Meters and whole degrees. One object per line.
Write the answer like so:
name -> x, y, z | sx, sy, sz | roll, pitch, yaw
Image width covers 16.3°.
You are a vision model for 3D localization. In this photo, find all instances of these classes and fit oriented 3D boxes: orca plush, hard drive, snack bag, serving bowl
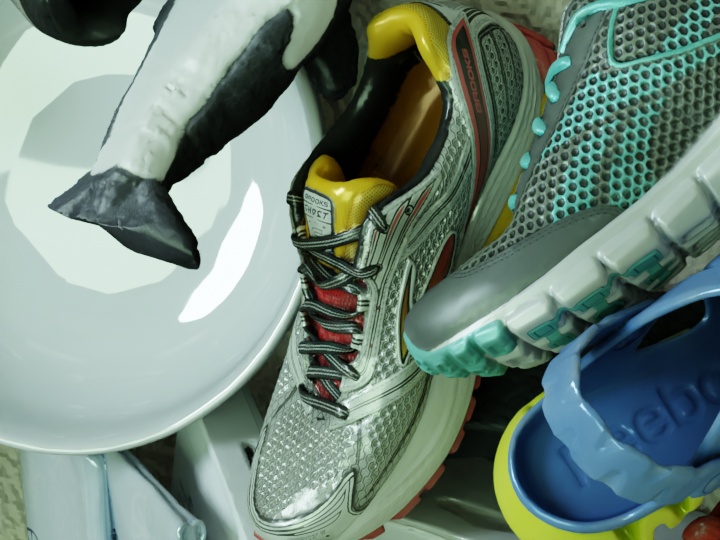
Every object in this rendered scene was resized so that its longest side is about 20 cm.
orca plush -> -0.020, -0.078, 0.860 | 0.105, 0.201, 0.071 | -12, 136, 43
hard drive -> -0.053, 0.155, 0.970 | 0.026, 0.132, 0.201 | -2, 121, -17
snack bag -> -0.097, 0.152, 0.987 | 0.200, 0.021, 0.190 | -145, 50, -61
serving bowl -> -0.101, -0.033, 0.949 | 0.198, 0.066, 0.202 | 0, 91, 13

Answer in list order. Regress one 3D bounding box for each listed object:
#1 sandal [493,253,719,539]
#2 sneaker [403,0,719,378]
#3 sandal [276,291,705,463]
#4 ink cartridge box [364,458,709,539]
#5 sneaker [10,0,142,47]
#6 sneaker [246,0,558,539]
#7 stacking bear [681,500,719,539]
sandal -> 0.129, 0.022, 0.809 | 0.200, 0.087, 0.080 | -39, 73, -2
sneaker -> 0.086, -0.045, 0.833 | 0.200, 0.078, 0.091 | -38, 74, 0
sandal -> 0.067, 0.047, 0.909 | 0.199, 0.076, 0.048 | 3, 146, 28
ink cartridge box -> 0.048, 0.174, 0.946 | 0.144, 0.084, 0.201 | 16, 114, 24
sneaker -> -0.060, -0.155, 0.845 | 0.200, 0.073, 0.088 | -51, 38, 18
sneaker -> 0.000, 0.000, 0.868 | 0.078, 0.082, 0.201 | 16, 86, 43
stacking bear -> 0.201, 0.131, 0.833 | 0.199, 0.121, 0.115 | 22, 98, 21
